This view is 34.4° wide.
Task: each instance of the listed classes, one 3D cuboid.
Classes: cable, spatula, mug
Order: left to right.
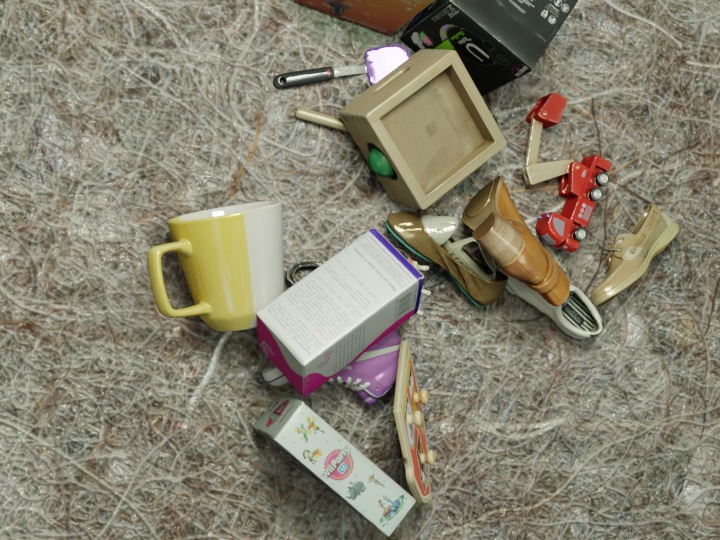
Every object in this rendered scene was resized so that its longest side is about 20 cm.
[{"bbox_3d":[-0.182,0.000,1.514,0.186,0.149,0.154,-11,99,-12],"label":"mug"},{"bbox_3d":[-0.025,-0.279,1.629,0.200,0.021,0.057,-11,92,-16],"label":"spatula"},{"bbox_3d":[0.000,0.000,1.606,0.200,0.050,0.097,13,71,-14],"label":"cable"}]

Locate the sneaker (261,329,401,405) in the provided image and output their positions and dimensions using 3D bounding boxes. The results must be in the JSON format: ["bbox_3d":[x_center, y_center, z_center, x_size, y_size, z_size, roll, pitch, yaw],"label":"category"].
[{"bbox_3d":[-0.028,0.141,1.582,0.200,0.073,0.115,-21,96,-17],"label":"sneaker"}]

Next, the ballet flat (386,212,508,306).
[{"bbox_3d":[0.130,-0.030,1.631,0.200,0.068,0.072,41,121,-12],"label":"ballet flat"}]

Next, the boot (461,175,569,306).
[{"bbox_3d":[0.224,-0.042,1.618,0.155,0.200,0.077,40,106,-17],"label":"boot"}]

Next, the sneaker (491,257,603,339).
[{"bbox_3d":[0.274,0.025,1.676,0.200,0.071,0.073,37,78,-12],"label":"sneaker"}]

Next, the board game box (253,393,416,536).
[{"bbox_3d":[-0.037,0.253,1.533,0.200,0.148,0.064,41,79,-11],"label":"board game box"}]

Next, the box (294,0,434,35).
[{"bbox_3d":[0.016,-0.410,1.554,0.152,0.200,0.107,16,81,-15],"label":"box"}]

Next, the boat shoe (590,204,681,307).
[{"bbox_3d":[0.392,-0.021,1.713,0.065,0.071,0.200,47,59,2],"label":"boat shoe"}]

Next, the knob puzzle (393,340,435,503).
[{"bbox_3d":[0.081,0.221,1.555,0.030,0.220,0.220,-8,90,9],"label":"knob puzzle"}]

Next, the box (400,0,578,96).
[{"bbox_3d":[0.171,-0.343,1.596,0.148,0.200,0.124,37,77,-11],"label":"box"}]

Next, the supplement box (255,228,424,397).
[{"bbox_3d":[-0.027,0.055,1.505,0.200,0.101,0.103,-37,68,-22],"label":"supplement box"}]

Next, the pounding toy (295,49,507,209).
[{"bbox_3d":[0.054,-0.197,1.604,0.200,0.142,0.184,-38,112,-12],"label":"pounding toy"}]

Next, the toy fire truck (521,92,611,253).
[{"bbox_3d":[0.288,-0.142,1.700,0.141,0.049,0.200,25,81,-13],"label":"toy fire truck"}]
